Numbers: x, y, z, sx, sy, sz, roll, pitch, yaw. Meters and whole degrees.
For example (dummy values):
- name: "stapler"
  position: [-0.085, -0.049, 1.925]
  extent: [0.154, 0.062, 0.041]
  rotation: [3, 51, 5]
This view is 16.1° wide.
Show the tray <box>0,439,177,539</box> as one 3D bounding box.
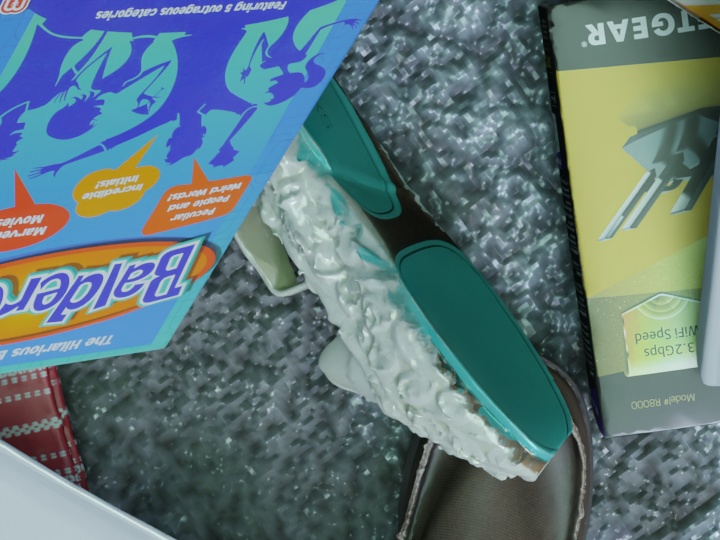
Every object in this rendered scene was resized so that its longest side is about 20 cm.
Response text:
- name: "tray"
  position: [-0.144, 0.149, 0.933]
  extent: [0.107, 0.022, 0.201]
  rotation: [30, 114, -3]

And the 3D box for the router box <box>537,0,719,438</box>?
- name: "router box"
  position: [0.172, -0.033, 0.920]
  extent: [0.199, 0.052, 0.158]
  rotation: [-9, 96, 2]

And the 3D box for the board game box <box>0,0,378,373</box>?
- name: "board game box"
  position: [-0.095, -0.041, 0.831]
  extent: [0.045, 0.151, 0.200]
  rotation: [59, 136, 26]

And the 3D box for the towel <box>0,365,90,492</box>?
- name: "towel"
  position: [-0.183, 0.041, 0.948]
  extent: [0.144, 0.022, 0.201]
  rotation: [-14, 94, 4]

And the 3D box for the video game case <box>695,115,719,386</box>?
- name: "video game case"
  position: [0.205, -0.036, 0.821]
  extent: [0.181, 0.023, 0.201]
  rotation: [-2, 138, 0]

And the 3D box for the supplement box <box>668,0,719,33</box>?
- name: "supplement box"
  position: [0.151, -0.178, 0.836]
  extent: [0.126, 0.073, 0.201]
  rotation: [25, 72, -38]

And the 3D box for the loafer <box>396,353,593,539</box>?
- name: "loafer"
  position: [0.044, 0.129, 0.930]
  extent: [0.073, 0.071, 0.201]
  rotation: [10, 96, -1]

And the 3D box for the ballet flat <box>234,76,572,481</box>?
- name: "ballet flat"
  position: [0.000, 0.000, 0.908]
  extent: [0.072, 0.072, 0.201]
  rotation: [-35, 76, 4]
